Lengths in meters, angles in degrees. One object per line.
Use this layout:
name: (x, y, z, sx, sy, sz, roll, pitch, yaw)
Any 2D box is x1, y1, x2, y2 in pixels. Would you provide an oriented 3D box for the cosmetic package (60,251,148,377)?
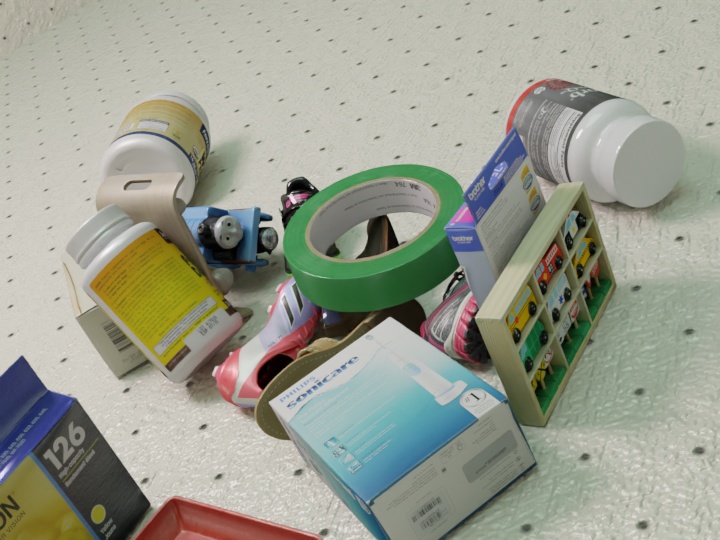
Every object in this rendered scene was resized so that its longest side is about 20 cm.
cosmetic package: (-0.316, 0.038, 1.356, 0.073, 0.104, 0.200, -30, 29, -7)

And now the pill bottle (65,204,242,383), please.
pill bottle: (-0.235, 0.023, 1.203, 0.109, 0.200, 0.109, -44, -1, -1)

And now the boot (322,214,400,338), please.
boot: (0.000, 0.000, 1.204, 0.097, 0.075, 0.200, -18, 32, 7)

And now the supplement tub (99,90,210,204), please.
supplement tub: (-0.312, -0.184, 1.665, 0.144, 0.144, 0.200, -17, 31, 15)

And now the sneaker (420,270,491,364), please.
sneaker: (0.134, 0.008, 1.084, 0.075, 0.081, 0.200, 5, 42, 45)

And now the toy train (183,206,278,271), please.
toy train: (-0.199, -0.042, 1.370, 0.200, 0.087, 0.114, 1, -5, 42)

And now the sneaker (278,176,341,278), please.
sneaker: (-0.073, -0.054, 1.336, 0.077, 0.084, 0.200, -24, 29, 4)

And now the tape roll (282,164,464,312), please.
tape roll: (0.018, -0.038, 1.137, 0.200, 0.048, 0.200, -13, 36, 10)

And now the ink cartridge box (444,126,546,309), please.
ink cartridge box: (0.141, -0.019, 0.999, 0.042, 0.200, 0.119, 1, 39, 37)

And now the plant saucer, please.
plant saucer: (-0.149, 0.289, 0.895, 0.200, 0.037, 0.200, 3, 41, 40)

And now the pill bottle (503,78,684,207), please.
pill bottle: (0.258, -0.142, 1.192, 0.116, 0.116, 0.200, -33, 31, -13)

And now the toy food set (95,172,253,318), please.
toy food set: (-0.222, -0.027, 1.287, 0.143, 0.200, 0.060, 3, 37, 39)

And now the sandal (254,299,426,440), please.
sandal: (-0.027, 0.100, 1.086, 0.212, 0.078, 0.070, -37, 11, -23)

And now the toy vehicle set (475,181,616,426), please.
toy vehicle set: (0.175, 0.027, 0.977, 0.027, 0.124, 0.200, 0, 38, 37)

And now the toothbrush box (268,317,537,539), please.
toothbrush box: (0.031, 0.142, 0.941, 0.146, 0.085, 0.200, -35, 31, -15)

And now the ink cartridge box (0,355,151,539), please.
ink cartridge box: (-0.301, 0.214, 0.963, 0.047, 0.200, 0.198, -2, 37, 36)

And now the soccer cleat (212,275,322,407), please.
soccer cleat: (-0.077, 0.072, 1.164, 0.076, 0.067, 0.200, 13, 49, 37)
